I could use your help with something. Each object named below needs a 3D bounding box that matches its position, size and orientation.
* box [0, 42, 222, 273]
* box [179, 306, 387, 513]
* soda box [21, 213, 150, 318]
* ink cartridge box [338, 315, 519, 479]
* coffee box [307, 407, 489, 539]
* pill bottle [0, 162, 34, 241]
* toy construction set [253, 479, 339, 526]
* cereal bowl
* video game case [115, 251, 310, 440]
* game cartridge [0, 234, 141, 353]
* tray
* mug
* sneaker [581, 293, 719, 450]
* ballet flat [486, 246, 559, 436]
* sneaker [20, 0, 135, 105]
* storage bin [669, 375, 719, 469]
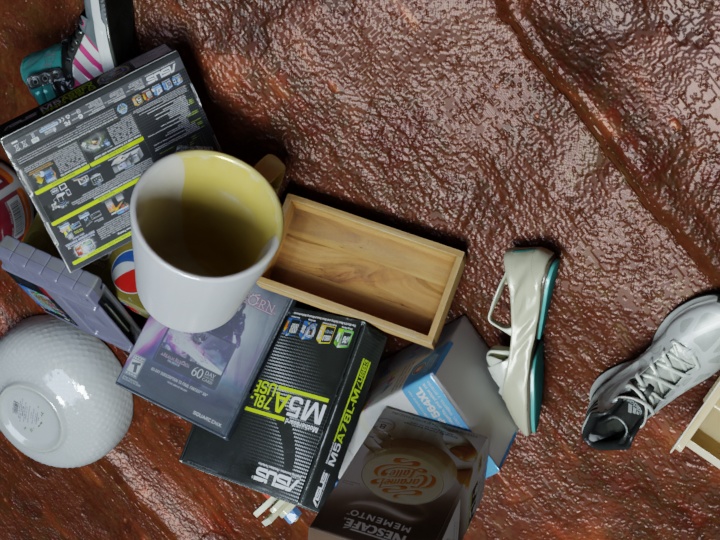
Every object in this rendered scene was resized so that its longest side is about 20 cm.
[{"bbox_3d":[-0.246,-0.115,1.294,0.198,0.044,0.162,-29,120,-10],"label":"box"},{"bbox_3d":[-0.084,0.136,1.331,0.198,0.195,0.047,10,163,44],"label":"box"},{"bbox_3d":[-0.277,-0.005,1.423,0.198,0.064,0.068,25,79,10],"label":"soda box"},{"bbox_3d":[0.054,0.166,1.343,0.199,0.129,0.126,-31,101,32],"label":"ink cartridge box"},{"bbox_3d":[0.038,0.225,1.183,0.113,0.200,0.081,13,120,16],"label":"coffee box"},{"bbox_3d":[-0.464,-0.040,1.419,0.111,0.200,0.115,10,119,18],"label":"pill bottle"},{"bbox_3d":[-0.021,0.293,1.471,0.199,0.093,0.131,40,125,-13],"label":"toy construction set"},{"bbox_3d":[-0.383,0.162,1.560,0.197,0.083,0.203,10,120,18],"label":"cereal bowl"},{"bbox_3d":[-0.155,0.059,1.347,0.141,0.019,0.202,22,80,18],"label":"video game case"},{"bbox_3d":[-0.321,0.033,1.422,0.128,0.039,0.200,19,161,15],"label":"game cartridge"},{"bbox_3d":[0.000,0.000,1.305,0.197,0.037,0.100,19,79,15],"label":"tray"},{"bbox_3d":[-0.147,-0.019,1.277,0.151,0.184,0.154,65,154,25],"label":"mug"},{"bbox_3d":[0.290,0.112,1.220,0.076,0.115,0.201,42,124,-2],"label":"sneaker"},{"bbox_3d":[0.159,0.069,1.287,0.068,0.069,0.203,11,110,18],"label":"ballet flat"},{"bbox_3d":[-0.297,-0.233,1.322,0.119,0.084,0.203,3,118,11],"label":"sneaker"},{"bbox_3d":[0.420,0.150,1.169,0.199,0.094,0.200,35,128,13],"label":"storage bin"}]
